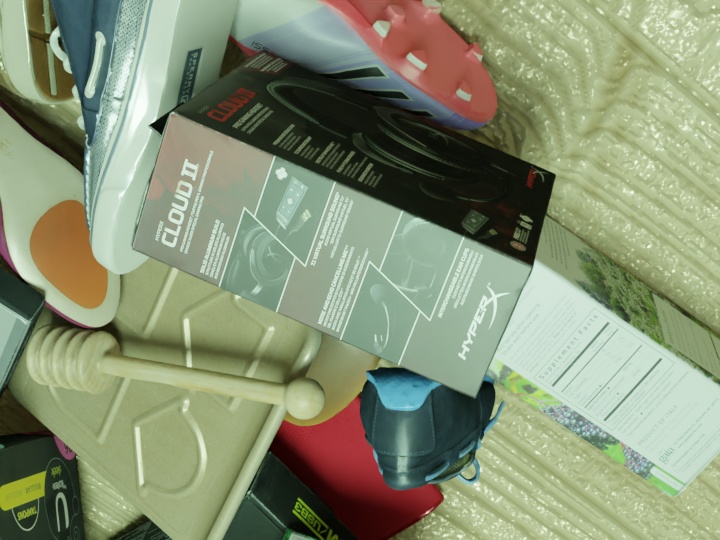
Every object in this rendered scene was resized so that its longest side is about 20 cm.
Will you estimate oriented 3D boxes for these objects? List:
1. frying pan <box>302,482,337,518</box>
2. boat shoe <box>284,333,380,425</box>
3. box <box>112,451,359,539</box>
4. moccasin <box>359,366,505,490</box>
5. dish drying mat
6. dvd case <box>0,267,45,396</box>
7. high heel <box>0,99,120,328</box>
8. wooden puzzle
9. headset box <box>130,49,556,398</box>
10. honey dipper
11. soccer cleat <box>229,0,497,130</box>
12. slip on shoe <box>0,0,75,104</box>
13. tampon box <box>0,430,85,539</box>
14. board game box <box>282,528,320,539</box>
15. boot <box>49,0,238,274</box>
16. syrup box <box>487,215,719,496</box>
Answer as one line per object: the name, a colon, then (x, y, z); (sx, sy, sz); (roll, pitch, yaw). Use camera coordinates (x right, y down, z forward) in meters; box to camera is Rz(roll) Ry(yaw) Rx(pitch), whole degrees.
frying pan: (-0.081, 0.150, 0.867); (0.114, 0.031, 0.191); (-23, 112, 30)
boat shoe: (0.000, 0.000, 0.775); (0.070, 0.070, 0.201); (27, 113, 1)
box: (-0.068, 0.235, 0.880); (0.199, 0.048, 0.193); (-31, 112, 34)
moccasin: (0.033, 0.092, 0.751); (0.079, 0.200, 0.069); (1, 86, 18)
dish drying mat: (-0.030, 0.103, 0.858); (0.076, 0.018, 0.201); (-33, 109, 19)
dvd case: (-0.289, -0.002, 0.767); (0.199, 0.025, 0.150); (34, 146, -7)
high heel: (-0.213, -0.054, 0.760); (0.067, 0.096, 0.202); (-35, 109, -28)
wooden puzzle: (-0.121, 0.052, 0.788); (0.199, 0.046, 0.186); (39, 117, 22)
headset box: (-0.010, -0.035, 0.646); (0.198, 0.149, 0.078); (24, 113, 4)
honey dipper: (-0.106, 0.059, 0.734); (0.198, 0.038, 0.038); (5, 120, 28)
soccer cleat: (-0.016, -0.132, 0.723); (0.199, 0.067, 0.077); (29, 136, -13)
slip on shoe: (-0.180, -0.194, 0.698); (0.060, 0.076, 0.202); (20, 119, 30)
tampon box: (-0.293, 0.179, 0.818); (0.197, 0.150, 0.128); (-8, 88, 6)
board game box: (-0.017, 0.257, 0.838); (0.104, 0.024, 0.202); (18, 127, 8)
boot: (-0.130, -0.104, 0.698); (0.090, 0.073, 0.202); (30, 115, 21)
syrup box: (0.136, 0.041, 0.783); (0.199, 0.079, 0.082); (32, 114, -12)
